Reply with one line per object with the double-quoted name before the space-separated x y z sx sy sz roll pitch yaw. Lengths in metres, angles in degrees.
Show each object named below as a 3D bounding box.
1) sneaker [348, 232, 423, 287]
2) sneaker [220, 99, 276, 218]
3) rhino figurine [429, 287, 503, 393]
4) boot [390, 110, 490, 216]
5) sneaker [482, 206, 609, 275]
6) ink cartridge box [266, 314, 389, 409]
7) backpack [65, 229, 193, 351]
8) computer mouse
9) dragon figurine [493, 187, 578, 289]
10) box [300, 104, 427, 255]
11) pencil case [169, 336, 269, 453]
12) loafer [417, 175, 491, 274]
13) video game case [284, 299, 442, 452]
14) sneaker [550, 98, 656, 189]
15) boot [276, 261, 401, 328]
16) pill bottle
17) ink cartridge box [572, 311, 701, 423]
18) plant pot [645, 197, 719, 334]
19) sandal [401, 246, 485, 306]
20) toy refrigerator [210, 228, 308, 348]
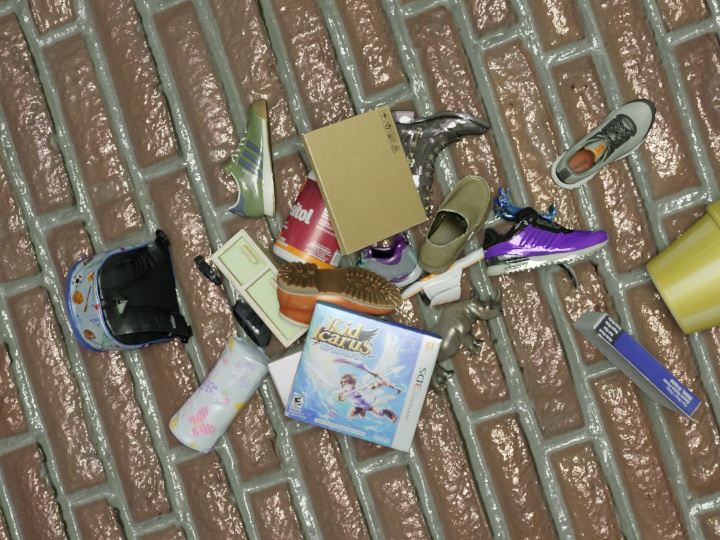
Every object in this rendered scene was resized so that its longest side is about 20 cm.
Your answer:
"sneaker" 0.000 0.000 1.360 0.200 0.074 0.088 -23 122 7
"sneaker" -0.194 -0.187 1.391 0.090 0.067 0.201 -4 93 -1
"rhino figurine" 0.166 0.104 1.374 0.087 0.060 0.200 42 91 0
"boot" 0.115 -0.177 1.379 0.199 0.069 0.175 3 93 11
"sneaker" 0.289 -0.056 1.300 0.200 0.070 0.100 -12 87 3
"ink cartridge box" -0.038 0.143 1.344 0.200 0.145 0.084 -22 91 4
"backpack" -0.393 0.046 1.347 0.154 0.190 0.200 -15 89 20
"computer mouse" -0.216 0.048 1.407 0.034 0.059 0.200 -37 83 -18
"dragon figurine" 0.288 -0.051 1.364 0.099 0.059 0.200 -21 88 4
"box" 0.008 -0.146 1.308 0.163 0.021 0.200 -24 100 -26
"pencil case" -0.237 0.209 1.390 0.091 0.083 0.200 36 93 7
"loafer" 0.160 -0.083 1.337 0.076 0.067 0.200 25 64 11
"video game case" 0.004 0.159 1.248 0.200 0.045 0.182 16 93 1
"sneaker" 0.405 -0.207 1.347 0.200 0.079 0.074 -40 86 2
"boot" -0.037 0.051 1.319 0.199 0.075 0.107 9 130 -3
"pill bottle" -0.055 -0.096 1.361 0.113 0.113 0.200 26 91 3
"ink cartridge box" 0.434 0.144 1.285 0.200 0.200 0.041 43 93 2
"plant pot" 0.565 0.000 1.290 0.189 0.201 0.201 -31 88 19
"sandal" 0.159 0.016 1.364 0.206 0.079 0.059 -28 87 1
"toy refrigerator" -0.158 0.030 1.390 0.076 0.070 0.200 -40 87 3
